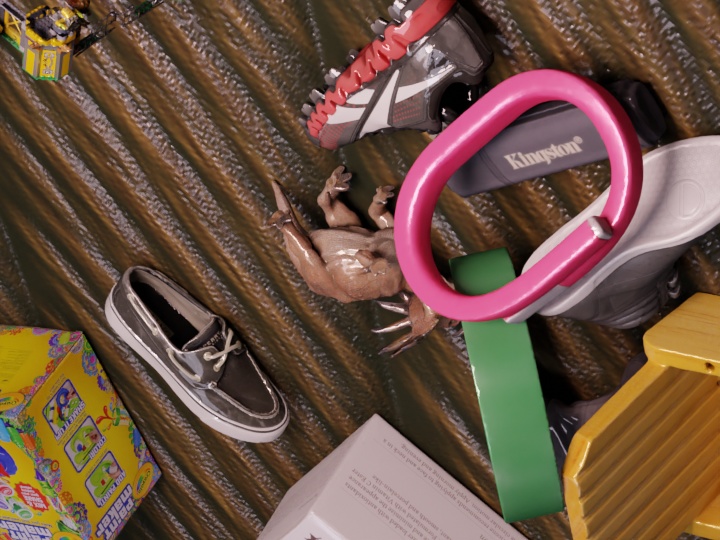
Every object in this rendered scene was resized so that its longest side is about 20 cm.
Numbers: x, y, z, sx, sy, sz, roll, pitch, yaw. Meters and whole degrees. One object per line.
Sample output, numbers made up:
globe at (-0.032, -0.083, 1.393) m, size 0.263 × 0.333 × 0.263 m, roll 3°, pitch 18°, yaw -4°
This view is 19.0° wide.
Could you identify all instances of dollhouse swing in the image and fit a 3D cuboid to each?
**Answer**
dollhouse swing at (0.271, 0.154, 1.585) m, size 0.181 × 0.176 × 0.201 m, roll 12°, pitch 136°, yaw 28°

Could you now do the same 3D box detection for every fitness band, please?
fitness band at (0.106, -0.050, 1.497) m, size 0.200 × 0.037 × 0.144 m, roll -40°, pitch 65°, yaw 27°

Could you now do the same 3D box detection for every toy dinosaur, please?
toy dinosaur at (0.000, 0.000, 1.714) m, size 0.199 × 0.086 × 0.136 m, roll 20°, pitch 147°, yaw 29°

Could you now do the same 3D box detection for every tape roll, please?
tape roll at (0.109, 0.085, 1.605) m, size 0.048 × 0.201 × 0.201 m, roll -11°, pitch 130°, yaw 3°

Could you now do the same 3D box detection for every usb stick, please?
usb stick at (0.131, -0.094, 1.549) m, size 0.199 × 0.033 × 0.056 m, roll -14°, pitch 118°, yaw 45°

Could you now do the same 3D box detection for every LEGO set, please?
LEGO set at (-0.204, -0.243, 1.542) m, size 0.154 × 0.199 × 0.116 m, roll 45°, pitch 145°, yaw 22°

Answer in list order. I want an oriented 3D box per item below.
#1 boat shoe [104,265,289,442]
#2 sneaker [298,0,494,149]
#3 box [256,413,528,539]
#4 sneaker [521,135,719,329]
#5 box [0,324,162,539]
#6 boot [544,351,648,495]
boat shoe at (-0.141, 0.074, 1.906) m, size 0.200 × 0.071 × 0.064 m, roll 39°, pitch 144°, yaw -1°
sneaker at (0.029, -0.130, 1.558) m, size 0.098 × 0.071 × 0.200 m, roll 43°, pitch 141°, yaw -5°
box at (0.018, 0.268, 1.937) m, size 0.199 × 0.131 × 0.200 m, roll 40°, pitch 142°, yaw -4°
sneaker at (0.216, -0.026, 1.536) m, size 0.200 × 0.071 × 0.099 m, roll -36°, pitch 149°, yaw 26°
box at (-0.334, 0.163, 2.108) m, size 0.199 × 0.122 × 0.193 m, roll 3°, pitch 133°, yaw 36°
boot at (0.167, 0.117, 1.718) m, size 0.131 × 0.070 × 0.201 m, roll 30°, pitch 138°, yaw 17°
